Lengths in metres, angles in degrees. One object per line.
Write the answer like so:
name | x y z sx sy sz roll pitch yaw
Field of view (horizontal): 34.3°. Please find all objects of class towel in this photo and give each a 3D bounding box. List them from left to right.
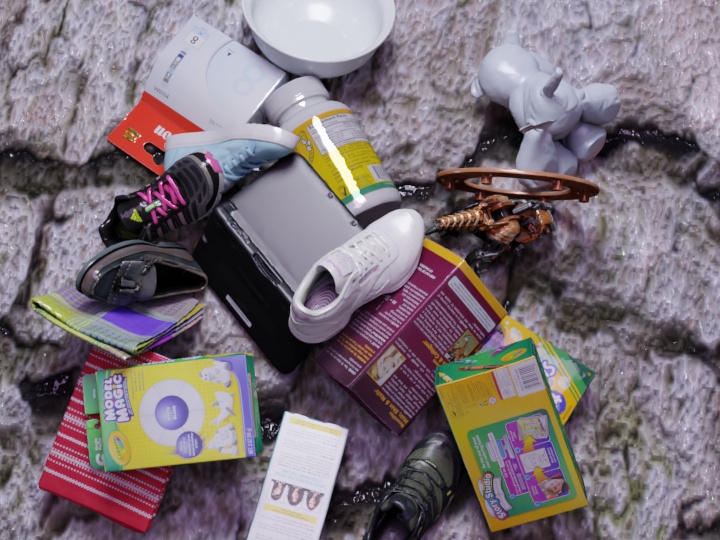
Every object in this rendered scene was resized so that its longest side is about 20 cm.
towel | -0.282 0.043 1.376 0.143 0.200 0.023 26 109 11
towel | -0.274 0.187 1.347 0.144 0.022 0.200 22 89 7

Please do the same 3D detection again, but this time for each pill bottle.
pill bottle | -0.041 -0.142 1.476 0.113 0.113 0.200 -26 75 -10

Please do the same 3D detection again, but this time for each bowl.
bowl | -0.058 -0.320 1.535 0.201 0.090 0.201 3 57 -5

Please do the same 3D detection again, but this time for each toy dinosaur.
toy dinosaur | 0.157 -0.058 1.440 0.200 0.136 0.102 25 47 -37

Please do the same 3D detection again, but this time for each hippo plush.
hippo plush | 0.211 -0.207 1.498 0.161 0.200 0.159 42 113 33

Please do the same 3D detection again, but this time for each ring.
ring | 0.191 -0.099 1.429 0.200 0.200 0.019 6 85 0

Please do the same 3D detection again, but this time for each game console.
game console | -0.087 -0.007 1.426 0.116 0.176 0.200 -29 73 -38

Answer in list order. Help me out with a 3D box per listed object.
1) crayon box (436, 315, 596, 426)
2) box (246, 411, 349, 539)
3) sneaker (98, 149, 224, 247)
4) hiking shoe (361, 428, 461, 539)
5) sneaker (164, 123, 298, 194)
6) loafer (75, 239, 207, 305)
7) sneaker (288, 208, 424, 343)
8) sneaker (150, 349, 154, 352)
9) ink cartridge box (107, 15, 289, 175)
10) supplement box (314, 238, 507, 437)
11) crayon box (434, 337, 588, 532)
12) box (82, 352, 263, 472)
crayon box | 0.168 0.126 1.428 0.200 0.052 0.126 33 74 9
box | -0.078 0.274 1.370 0.082 0.049 0.200 15 72 3
sneaker | -0.244 -0.076 1.404 0.087 0.200 0.074 -28 88 -53
hiking shoe | 0.063 0.270 1.350 0.076 0.101 0.200 29 73 7
sneaker | -0.159 -0.128 1.429 0.200 0.074 0.082 -4 79 38
loafer | -0.250 0.006 1.378 0.063 0.200 0.072 35 110 18
sneaker | 0.000 0.000 1.317 0.075 0.100 0.200 41 76 17
sneaker | -0.221 0.115 1.395 0.146 0.077 0.203 -24 84 2
ink cartridge box | -0.214 -0.214 1.517 0.160 0.047 0.200 34 75 15
supplement box | 0.060 0.078 1.374 0.200 0.110 0.086 -47 35 -7
crayon box | 0.173 0.190 1.339 0.119 0.058 0.200 -18 106 11
box | -0.216 0.160 1.309 0.200 0.048 0.118 -8 86 8
